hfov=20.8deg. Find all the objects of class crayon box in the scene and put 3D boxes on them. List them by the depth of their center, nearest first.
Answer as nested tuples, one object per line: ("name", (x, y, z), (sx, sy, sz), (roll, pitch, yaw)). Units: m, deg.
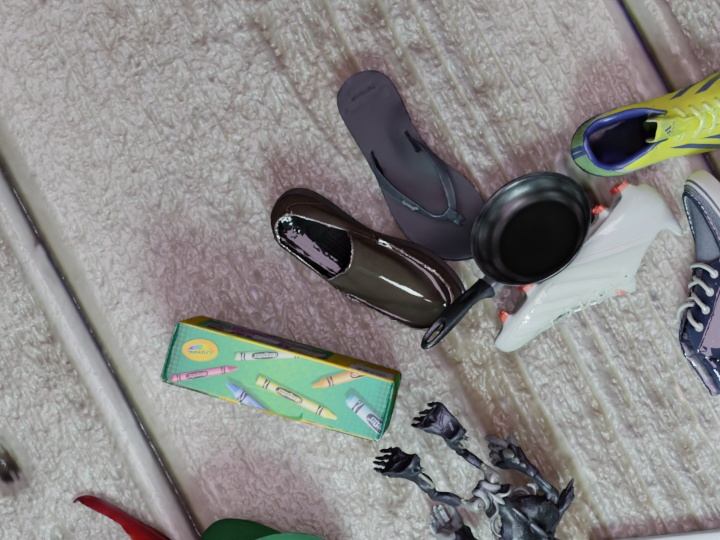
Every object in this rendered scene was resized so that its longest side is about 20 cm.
("crayon box", (-0.067, 0.094, 1.743), (0.199, 0.119, 0.059), (15, 92, 4))

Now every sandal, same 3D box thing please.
("sandal", (0.044, -0.089, 1.769), (0.076, 0.043, 0.200), (-38, 88, 4))

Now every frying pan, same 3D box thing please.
("frying pan", (0.138, -0.001, 1.715), (0.115, 0.031, 0.191), (10, 68, 35))

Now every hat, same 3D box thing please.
("hat", (-0.118, 0.250, 1.799), (0.166, 0.176, 0.200), (-45, 129, 10))

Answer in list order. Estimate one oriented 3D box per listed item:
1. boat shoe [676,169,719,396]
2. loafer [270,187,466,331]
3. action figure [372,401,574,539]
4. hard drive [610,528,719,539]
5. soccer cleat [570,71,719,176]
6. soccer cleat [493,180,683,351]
("boat shoe", (0.312, 0.018, 1.729), (0.092, 0.075, 0.201), (-28, 93, -7))
("loafer", (0.000, 0.000, 1.754), (0.199, 0.071, 0.073), (27, 110, 7))
("action figure", (0.111, 0.198, 1.746), (0.200, 0.102, 0.119), (41, 85, -24))
("hard drive", (0.312, 0.301, 1.767), (0.199, 0.027, 0.133), (-6, 91, 4))
("soccer cleat", (0.282, -0.130, 1.731), (0.199, 0.084, 0.065), (-19, 89, 4))
("soccer cleat", (0.202, 0.008, 1.750), (0.078, 0.069, 0.200), (44, 91, -1))
